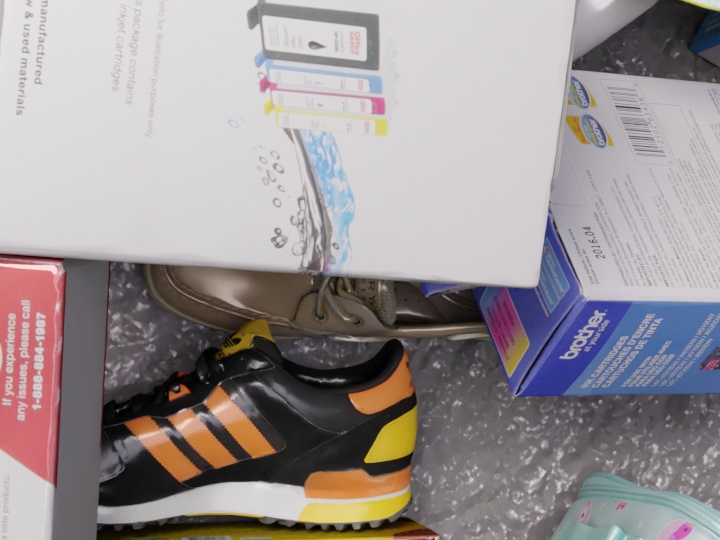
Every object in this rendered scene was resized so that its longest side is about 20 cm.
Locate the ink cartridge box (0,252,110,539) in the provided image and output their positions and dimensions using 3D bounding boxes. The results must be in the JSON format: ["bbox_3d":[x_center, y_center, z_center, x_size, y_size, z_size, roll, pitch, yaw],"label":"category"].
[{"bbox_3d":[-0.198,0.057,0.639,0.199,0.083,0.148,5,96,4],"label":"ink cartridge box"}]

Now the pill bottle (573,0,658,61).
[{"bbox_3d":[0.058,-0.192,0.819,0.112,0.112,0.200,-36,95,-10],"label":"pill bottle"}]

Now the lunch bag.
[{"bbox_3d":[0.159,0.158,0.784,0.160,0.200,0.077,40,80,-5],"label":"lunch bag"}]

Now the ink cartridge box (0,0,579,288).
[{"bbox_3d":[-0.038,-0.082,0.657,0.199,0.147,0.146,4,100,-16],"label":"ink cartridge box"}]

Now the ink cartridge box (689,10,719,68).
[{"bbox_3d":[0.274,-0.169,0.852,0.125,0.129,0.201,30,82,-8],"label":"ink cartridge box"}]

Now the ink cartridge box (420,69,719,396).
[{"bbox_3d":[0.118,-0.018,0.791,0.199,0.076,0.137,3,49,-27],"label":"ink cartridge box"}]

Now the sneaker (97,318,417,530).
[{"bbox_3d":[-0.071,0.063,0.799,0.199,0.070,0.091,3,103,-12],"label":"sneaker"}]

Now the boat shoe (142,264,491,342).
[{"bbox_3d":[0.000,0.000,0.826,0.199,0.065,0.073,7,88,-11],"label":"boat shoe"}]

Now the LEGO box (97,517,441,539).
[{"bbox_3d":[-0.065,0.192,0.802,0.199,0.077,0.150,0,89,-10],"label":"LEGO box"}]

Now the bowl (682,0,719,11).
[{"bbox_3d":[0.170,-0.205,0.747,0.199,0.108,0.201,1,97,7],"label":"bowl"}]
